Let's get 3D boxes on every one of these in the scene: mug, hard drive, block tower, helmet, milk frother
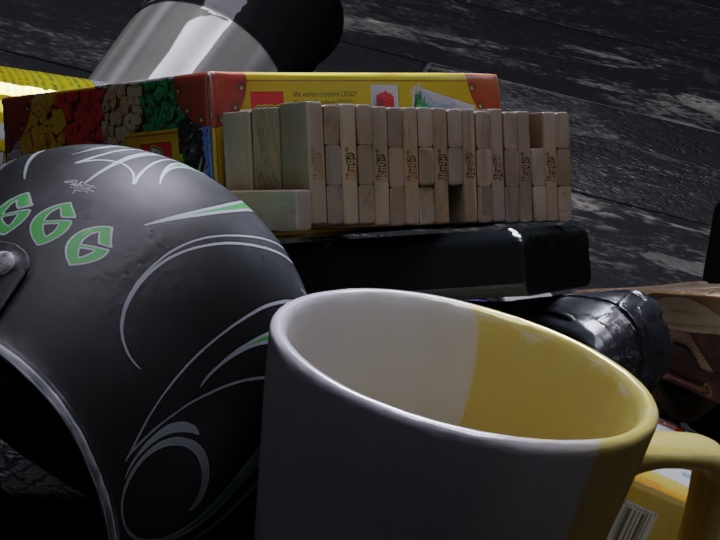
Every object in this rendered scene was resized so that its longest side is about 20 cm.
[{"bbox_3d":[0.040,0.109,0.947,0.186,0.154,0.149,15,16,7],"label":"mug"},{"bbox_3d":[0.000,0.000,1.190,0.200,0.033,0.140,-4,0,18],"label":"hard drive"},{"bbox_3d":[0.020,-0.047,1.125,0.054,0.058,0.200,-1,2,42],"label":"block tower"},{"bbox_3d":[-0.108,0.046,1.017,0.200,0.200,0.191,20,35,22],"label":"helmet"},{"bbox_3d":[-0.082,-0.072,1.504,0.200,0.180,0.188,39,52,-10],"label":"milk frother"}]

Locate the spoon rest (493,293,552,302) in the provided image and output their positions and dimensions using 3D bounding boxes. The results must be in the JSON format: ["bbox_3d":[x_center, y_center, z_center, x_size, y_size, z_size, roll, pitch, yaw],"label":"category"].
[{"bbox_3d":[0.024,0.017,1.322,0.200,0.061,0.099,4,23,43],"label":"spoon rest"}]

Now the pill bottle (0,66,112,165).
[{"bbox_3d":[-0.199,-0.051,1.277,0.200,0.113,0.112,8,17,-24],"label":"pill bottle"}]

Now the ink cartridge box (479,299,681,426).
[{"bbox_3d":[0.109,0.063,1.351,0.119,0.042,0.200,13,15,-2],"label":"ink cartridge box"}]

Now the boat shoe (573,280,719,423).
[{"bbox_3d":[0.162,0.043,1.281,0.072,0.072,0.200,-4,2,-19],"label":"boat shoe"}]

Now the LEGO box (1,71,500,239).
[{"bbox_3d":[-0.050,-0.053,1.199,0.149,0.077,0.200,-3,1,42],"label":"LEGO box"}]

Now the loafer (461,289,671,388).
[{"bbox_3d":[0.056,0.047,1.200,0.200,0.068,0.070,-13,-1,40],"label":"loafer"}]

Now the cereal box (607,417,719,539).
[{"bbox_3d":[0.164,0.112,1.145,0.144,0.040,0.200,23,9,2],"label":"cereal box"}]

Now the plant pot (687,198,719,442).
[{"bbox_3d":[0.289,0.034,1.325,0.177,0.200,0.199,-6,24,-32],"label":"plant pot"}]
